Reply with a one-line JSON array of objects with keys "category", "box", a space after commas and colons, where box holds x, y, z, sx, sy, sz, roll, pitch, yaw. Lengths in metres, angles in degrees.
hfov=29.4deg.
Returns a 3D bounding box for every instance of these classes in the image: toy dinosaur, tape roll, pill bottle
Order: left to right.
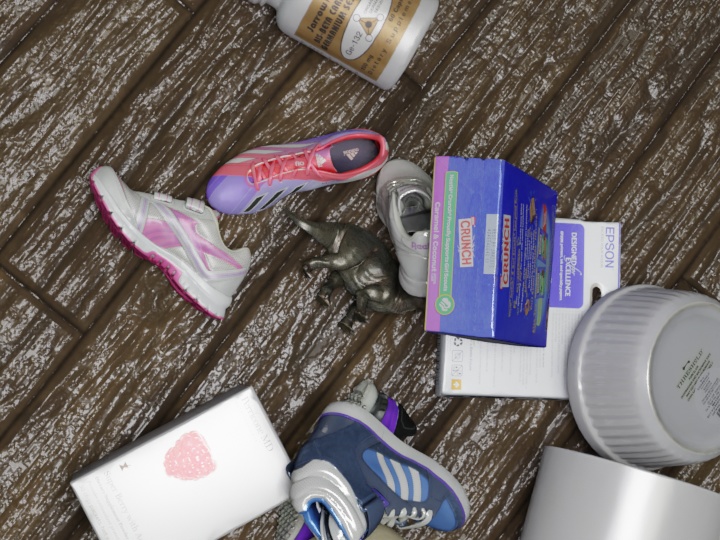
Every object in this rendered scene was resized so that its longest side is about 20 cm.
[{"category": "pill bottle", "box": [-0.028, -0.286, 1.446, 0.199, 0.114, 0.115, 29, 81, -7]}, {"category": "toy dinosaur", "box": [0.000, 0.000, 1.460, 0.200, 0.077, 0.102, 40, 64, 11]}, {"category": "tape roll", "box": [0.268, 0.273, 1.412, 0.202, 0.203, 0.140, 17, 82, -8]}]

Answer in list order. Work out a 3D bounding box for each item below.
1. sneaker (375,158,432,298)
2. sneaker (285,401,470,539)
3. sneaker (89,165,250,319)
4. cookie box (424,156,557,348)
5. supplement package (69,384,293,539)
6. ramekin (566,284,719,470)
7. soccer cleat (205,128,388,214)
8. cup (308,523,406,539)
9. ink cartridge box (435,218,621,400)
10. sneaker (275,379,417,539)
[{"category": "sneaker", "box": [0.059, -0.066, 1.413, 0.074, 0.200, 0.100, -11, 131, -4]}, {"category": "sneaker", "box": [0.013, 0.237, 1.337, 0.200, 0.080, 0.147, 42, 47, -20]}, {"category": "sneaker", "box": [-0.194, -0.043, 1.421, 0.200, 0.081, 0.088, 44, 78, -13]}, {"category": "cookie box", "box": [0.133, -0.014, 1.365, 0.075, 0.200, 0.172, 2, 85, 22]}, {"category": "supplement package", "box": [-0.175, 0.212, 1.378, 0.199, 0.120, 0.122, -28, 91, -11]}, {"category": "ramekin", "box": [0.327, 0.112, 1.452, 0.199, 0.105, 0.201, 3, 85, -31]}, {"category": "soccer cleat", "box": [-0.066, -0.108, 1.445, 0.199, 0.076, 0.067, -14, 88, -11]}, {"category": "cup", "box": [0.001, 0.337, 1.381, 0.199, 0.201, 0.144, -17, 65, -11]}, {"category": "ink cartridge box", "box": [0.183, 0.041, 1.494, 0.199, 0.043, 0.199, 3, 85, -8]}, {"category": "sneaker", "box": [-0.007, 0.224, 1.434, 0.099, 0.070, 0.201, 33, 83, -14]}]
